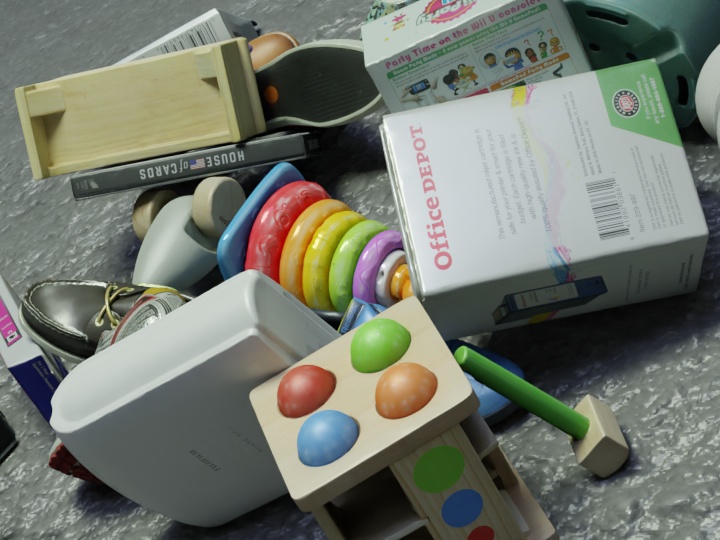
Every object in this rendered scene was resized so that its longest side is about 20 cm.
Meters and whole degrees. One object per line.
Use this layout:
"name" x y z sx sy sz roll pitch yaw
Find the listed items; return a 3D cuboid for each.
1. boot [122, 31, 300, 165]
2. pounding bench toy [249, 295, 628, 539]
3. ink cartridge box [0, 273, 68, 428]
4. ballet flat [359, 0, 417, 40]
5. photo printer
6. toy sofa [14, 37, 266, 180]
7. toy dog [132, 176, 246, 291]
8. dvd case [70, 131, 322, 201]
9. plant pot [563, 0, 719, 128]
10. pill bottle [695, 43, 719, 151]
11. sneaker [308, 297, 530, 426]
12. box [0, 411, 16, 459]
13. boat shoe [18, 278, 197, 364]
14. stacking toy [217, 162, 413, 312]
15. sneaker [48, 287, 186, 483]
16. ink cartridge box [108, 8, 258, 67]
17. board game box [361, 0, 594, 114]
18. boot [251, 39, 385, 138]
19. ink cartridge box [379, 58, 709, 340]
"boot" -0.147 -0.161 1.665 0.200 0.155 0.074 -40 74 3
"pounding bench toy" 0.054 0.099 1.145 0.199 0.157 0.124 -31 32 -1
"ink cartridge box" -0.261 0.079 1.485 0.037 0.095 0.200 -35 33 -8
"ballet flat" 0.076 -0.287 1.735 0.199 0.075 0.074 -31 32 0
"photo printer" -0.100 0.097 1.249 0.199 0.166 0.070 -28 43 25
"toy sofa" -0.183 -0.137 1.554 0.198 0.084 0.098 -10 8 15
"toy dog" -0.152 0.018 1.511 0.131 0.096 0.201 23 75 49
"dvd case" -0.137 -0.092 1.576 0.198 0.025 0.150 -11 5 5
"plant pot" 0.230 -0.222 1.418 0.199 0.201 0.197 2 50 40
"pill bottle" 0.311 -0.087 1.231 0.114 0.115 0.200 -31 33 0
"sneaker" 0.027 0.063 1.292 0.199 0.079 0.066 7 46 42
"box" -0.427 0.153 1.497 0.196 0.124 0.200 6 47 46
"boat shoe" -0.168 0.040 1.404 0.199 0.061 0.072 15 57 5
"stacking toy" 0.000 0.000 1.393 0.199 0.117 0.110 16 56 35
"sneaker" -0.170 0.091 1.353 0.200 0.077 0.083 -50 31 39
"ink cartridge box" -0.196 -0.191 1.810 0.198 0.041 0.200 -28 1 10
"board game box" 0.107 -0.115 1.352 0.146 0.201 0.065 -22 34 12
"boot" -0.023 -0.162 1.607 0.199 0.073 0.144 -10 4 37
"ink cartridge box" 0.122 -0.047 1.258 0.198 0.088 0.147 -11 63 -2
